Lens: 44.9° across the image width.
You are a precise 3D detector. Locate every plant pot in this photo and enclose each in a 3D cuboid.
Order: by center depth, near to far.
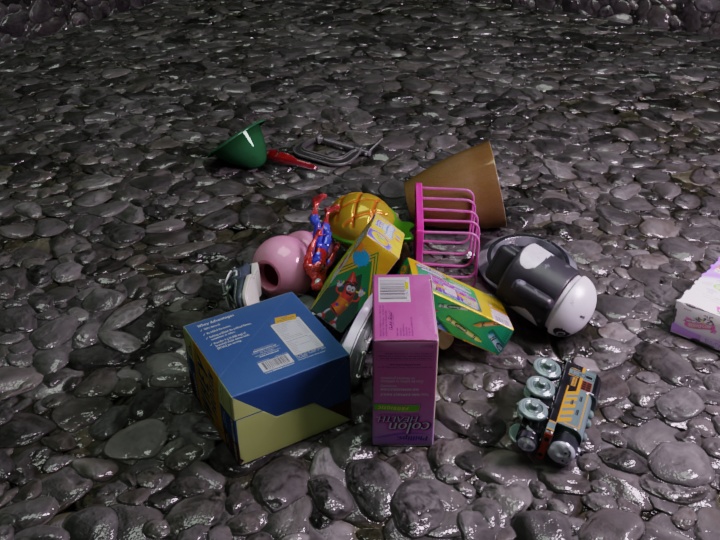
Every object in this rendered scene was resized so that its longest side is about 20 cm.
[{"bbox_3d":[0.198,-0.167,1.878,0.198,0.187,0.187,-11,31,8],"label":"plant pot"}]

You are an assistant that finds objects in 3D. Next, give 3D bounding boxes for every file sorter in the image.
[{"bbox_3d":[0.169,-0.065,1.730,0.124,0.140,0.200,2,32,2],"label":"file sorter"}]

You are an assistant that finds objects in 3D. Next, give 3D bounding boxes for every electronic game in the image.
[{"bbox_3d":[0.329,-0.007,1.722,0.198,0.042,0.201,1,40,-1],"label":"electronic game"}]

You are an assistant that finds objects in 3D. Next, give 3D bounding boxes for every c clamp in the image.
[{"bbox_3d":[-0.066,-0.313,2.242,0.199,0.027,0.171,16,41,22],"label":"c clamp"}]

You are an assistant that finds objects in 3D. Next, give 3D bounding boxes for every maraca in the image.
[{"bbox_3d":[0.015,-0.087,1.715,0.199,0.107,0.137,30,57,35],"label":"maraca"}]

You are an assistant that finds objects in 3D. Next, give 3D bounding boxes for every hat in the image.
[{"bbox_3d":[-0.257,-0.261,2.167,0.199,0.177,0.166,-24,12,46],"label":"hat"}]

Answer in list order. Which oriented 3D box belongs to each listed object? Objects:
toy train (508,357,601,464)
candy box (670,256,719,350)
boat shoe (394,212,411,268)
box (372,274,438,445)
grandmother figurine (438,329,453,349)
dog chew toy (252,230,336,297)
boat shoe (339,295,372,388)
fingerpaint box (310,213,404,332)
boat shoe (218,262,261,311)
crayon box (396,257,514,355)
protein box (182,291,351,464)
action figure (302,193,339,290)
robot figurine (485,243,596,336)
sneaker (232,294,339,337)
[{"bbox_3d":[0.302,0.213,1.341,0.113,0.086,0.200,19,36,13],"label":"toy train"},{"bbox_3d":[0.680,0.070,1.566,0.167,0.072,0.199,25,39,34],"label":"candy box"},{"bbox_3d":[0.077,-0.073,1.806,0.064,0.072,0.200,-6,33,-12],"label":"boat shoe"},{"bbox_3d":[0.065,0.136,1.350,0.096,0.201,0.176,-1,32,1],"label":"box"},{"bbox_3d":[0.070,0.093,1.558,0.121,0.061,0.200,-26,37,-24],"label":"grandmother figurine"},{"bbox_3d":[-0.117,-0.020,1.688,0.124,0.125,0.200,19,29,29],"label":"dog chew toy"},{"bbox_3d":[0.005,0.122,1.492,0.066,0.070,0.200,31,42,-4],"label":"boat shoe"},{"bbox_3d":[0.000,0.000,1.549,0.073,0.167,0.200,36,14,-4],"label":"fingerpaint box"},{"bbox_3d":[-0.209,0.032,1.518,0.061,0.075,0.200,-8,21,-1],"label":"boat shoe"},{"bbox_3d":[0.158,0.061,1.510,0.199,0.059,0.119,25,19,-12],"label":"crayon box"},{"bbox_3d":[-0.147,0.162,1.374,0.197,0.136,0.200,-18,36,-25],"label":"protein box"},{"bbox_3d":[-0.073,-0.050,1.627,0.051,0.065,0.201,-14,53,31],"label":"action figure"},{"bbox_3d":[0.324,0.033,1.563,0.199,0.125,0.150,35,57,20],"label":"robot figurine"},{"bbox_3d":[-0.129,0.082,1.575,0.198,0.067,0.091,4,25,7],"label":"sneaker"}]
